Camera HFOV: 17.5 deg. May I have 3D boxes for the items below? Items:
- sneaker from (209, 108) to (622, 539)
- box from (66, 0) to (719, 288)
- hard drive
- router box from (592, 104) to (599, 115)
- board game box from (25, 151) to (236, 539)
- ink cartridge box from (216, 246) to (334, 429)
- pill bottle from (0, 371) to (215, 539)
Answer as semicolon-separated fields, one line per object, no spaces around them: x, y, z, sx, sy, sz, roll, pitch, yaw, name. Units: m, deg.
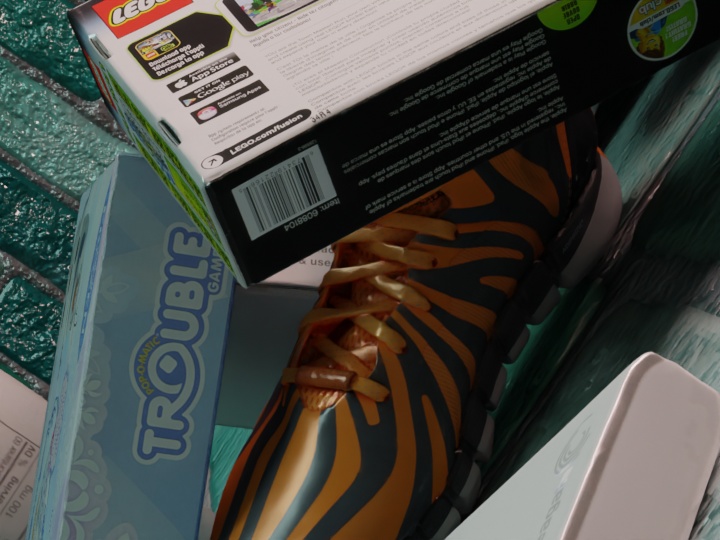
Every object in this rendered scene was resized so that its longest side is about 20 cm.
0.000;0.000;0.660;0.077;0.112;0.200;7;52;33;sneaker
0.033;-0.079;0.615;0.200;0.035;0.110;-28;37;-9;box
0.001;0.116;0.516;0.200;0.026;0.132;-50;8;46;hard drive
0.074;-0.124;0.911;0.179;0.049;0.201;-179;112;-83;router box
-0.078;0.071;0.728;0.199;0.043;0.201;172;107;-81;board game box
-0.022;-0.056;0.880;0.147;0.082;0.201;112;161;-65;ink cartridge box
-0.170;0.103;1.012;0.115;0.200;0.114;-55;6;8;pill bottle
